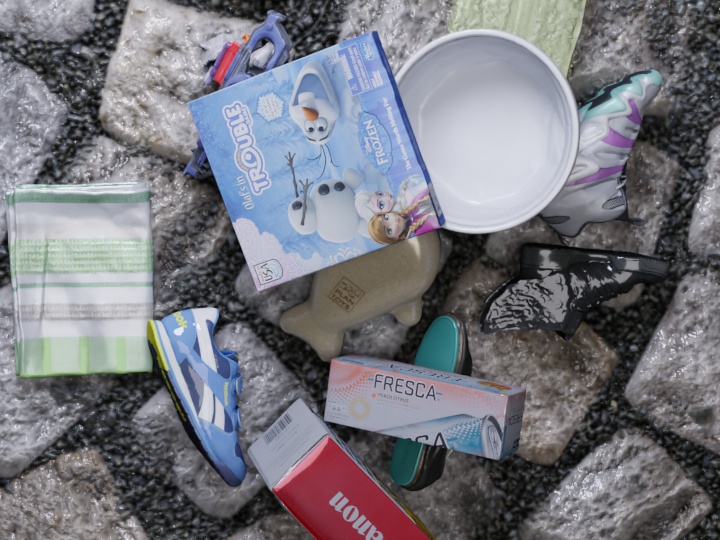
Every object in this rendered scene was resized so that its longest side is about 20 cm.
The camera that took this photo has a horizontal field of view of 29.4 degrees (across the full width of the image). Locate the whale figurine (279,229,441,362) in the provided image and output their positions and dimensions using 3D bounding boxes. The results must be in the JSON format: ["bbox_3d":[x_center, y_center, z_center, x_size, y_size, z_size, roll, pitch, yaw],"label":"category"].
[{"bbox_3d":[0.000,0.000,1.446,0.159,0.104,0.200,35,113,-5],"label":"whale figurine"}]

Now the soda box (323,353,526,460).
[{"bbox_3d":[0.064,0.137,1.406,0.199,0.063,0.069,10,97,25],"label":"soda box"}]

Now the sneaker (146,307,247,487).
[{"bbox_3d":[-0.153,0.131,1.433,0.082,0.074,0.201,-25,104,-19],"label":"sneaker"}]

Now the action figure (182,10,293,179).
[{"bbox_3d":[-0.096,-0.166,1.426,0.193,0.105,0.200,40,113,-2],"label":"action figure"}]

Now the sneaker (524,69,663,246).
[{"bbox_3d":[0.273,-0.110,1.481,0.200,0.078,0.140,-40,101,6],"label":"sneaker"}]

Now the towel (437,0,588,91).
[{"bbox_3d":[0.162,-0.254,1.463,0.147,0.036,0.201,12,93,-2],"label":"towel"}]

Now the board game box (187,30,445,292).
[{"bbox_3d":[-0.043,-0.105,1.348,0.198,0.043,0.201,-19,97,13],"label":"board game box"}]

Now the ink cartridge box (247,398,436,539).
[{"bbox_3d":[-0.007,0.247,1.400,0.084,0.176,0.200,-44,108,-3],"label":"ink cartridge box"}]

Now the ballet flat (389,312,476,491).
[{"bbox_3d":[0.084,0.140,1.475,0.068,0.068,0.201,7,106,-42],"label":"ballet flat"}]

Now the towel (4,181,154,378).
[{"bbox_3d":[-0.289,0.010,1.425,0.148,0.031,0.201,-2,95,-8],"label":"towel"}]

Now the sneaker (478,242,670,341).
[{"bbox_3d":[0.232,0.028,1.492,0.198,0.060,0.105,6,97,-7],"label":"sneaker"}]

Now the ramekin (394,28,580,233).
[{"bbox_3d":[0.124,-0.142,1.393,0.199,0.105,0.202,1,98,10],"label":"ramekin"}]
